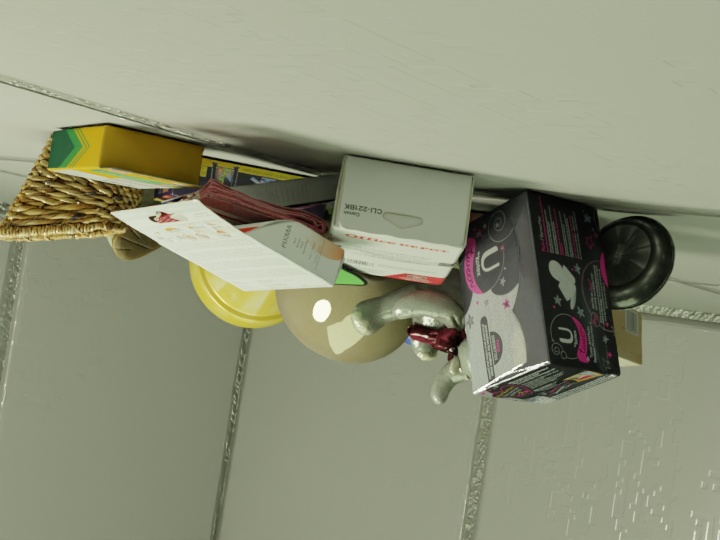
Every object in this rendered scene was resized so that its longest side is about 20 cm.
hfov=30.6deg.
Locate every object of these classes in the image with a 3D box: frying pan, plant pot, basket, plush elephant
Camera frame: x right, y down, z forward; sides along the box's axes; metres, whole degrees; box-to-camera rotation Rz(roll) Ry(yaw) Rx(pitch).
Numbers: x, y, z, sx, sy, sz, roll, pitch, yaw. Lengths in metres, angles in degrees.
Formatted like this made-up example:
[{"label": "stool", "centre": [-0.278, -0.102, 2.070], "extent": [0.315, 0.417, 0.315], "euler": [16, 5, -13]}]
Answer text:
[{"label": "frying pan", "centre": [0.276, -0.030, 1.501], "extent": [0.031, 0.115, 0.190], "euler": [34, -175, -47]}, {"label": "plant pot", "centre": [-0.141, -0.026, 1.934], "extent": [0.199, 0.203, 0.189], "euler": [10, 167, -14]}, {"label": "plant pot", "centre": [0.000, 0.000, 1.691], "extent": [0.198, 0.202, 0.135], "euler": [10, 151, -12]}, {"label": "basket", "centre": [-0.374, -0.074, 1.711], "extent": [0.142, 0.150, 0.200], "euler": [29, 173, -11]}, {"label": "plush elephant", "centre": [0.120, 0.087, 1.583], "extent": [0.199, 0.156, 0.164], "euler": [-31, 145, 19]}]

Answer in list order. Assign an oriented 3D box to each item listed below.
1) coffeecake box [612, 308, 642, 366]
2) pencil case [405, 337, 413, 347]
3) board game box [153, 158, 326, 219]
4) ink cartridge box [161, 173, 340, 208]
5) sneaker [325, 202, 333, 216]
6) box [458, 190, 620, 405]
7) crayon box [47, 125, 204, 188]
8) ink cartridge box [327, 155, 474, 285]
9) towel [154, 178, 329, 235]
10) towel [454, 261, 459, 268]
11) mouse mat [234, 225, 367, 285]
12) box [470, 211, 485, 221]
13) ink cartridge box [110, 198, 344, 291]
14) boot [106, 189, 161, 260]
[{"label": "coffeecake box", "centre": [0.241, 0.083, 1.697], "extent": [0.199, 0.074, 0.153], "euler": [-7, 164, 34]}, {"label": "pencil case", "centre": [0.022, 0.046, 1.803], "extent": [0.198, 0.087, 0.078], "euler": [18, -165, -9]}, {"label": "board game box", "centre": [-0.158, -0.103, 1.711], "extent": [0.198, 0.057, 0.165], "euler": [10, 179, -16]}, {"label": "ink cartridge box", "centre": [-0.123, -0.083, 1.535], "extent": [0.199, 0.037, 0.094], "euler": [-7, 179, -38]}, {"label": "sneaker", "centre": [0.017, -0.054, 1.861], "extent": [0.198, 0.084, 0.072], "euler": [8, 177, 20]}, {"label": "box", "centre": [0.192, 0.033, 1.462], "extent": [0.114, 0.202, 0.132], "euler": [12, 153, -34]}, {"label": "crayon box", "centre": [-0.268, -0.130, 1.526], "extent": [0.125, 0.052, 0.199], "euler": [10, 178, -33]}, {"label": "ink cartridge box", "centre": [0.039, -0.052, 1.459], "extent": [0.143, 0.085, 0.200], "euler": [9, 168, -2]}, {"label": "towel", "centre": [-0.138, -0.053, 1.470], "extent": [0.143, 0.023, 0.200], "euler": [19, 164, -23]}, {"label": "towel", "centre": [0.194, -0.013, 1.632], "extent": [0.143, 0.023, 0.199], "euler": [36, 141, -31]}, {"label": "mouse mat", "centre": [-0.102, -0.017, 1.519], "extent": [0.160, 0.008, 0.200], "euler": [2, 163, 33]}, {"label": "box", "centre": [0.199, -0.014, 1.787], "extent": [0.198, 0.110, 0.128], "euler": [9, 177, 20]}, {"label": "ink cartridge box", "centre": [-0.140, -0.040, 1.393], "extent": [0.161, 0.050, 0.200], "euler": [-4, 150, 47]}, {"label": "boot", "centre": [-0.284, -0.102, 1.876], "extent": [0.199, 0.073, 0.155], "euler": [-26, -141, -17]}]
